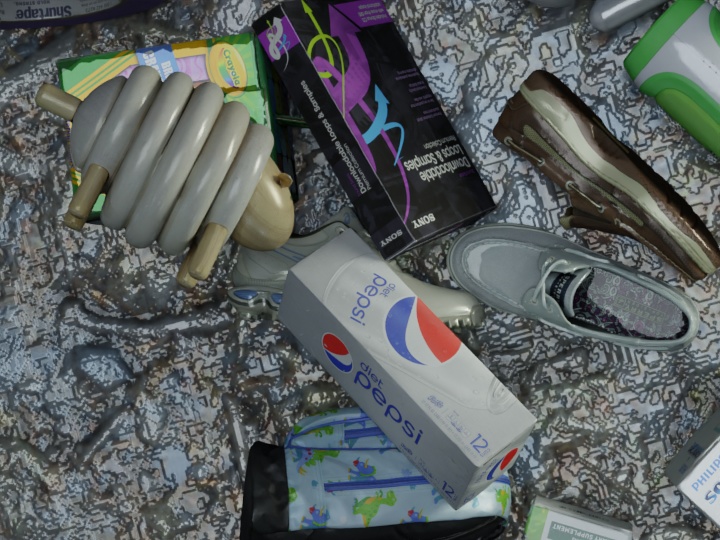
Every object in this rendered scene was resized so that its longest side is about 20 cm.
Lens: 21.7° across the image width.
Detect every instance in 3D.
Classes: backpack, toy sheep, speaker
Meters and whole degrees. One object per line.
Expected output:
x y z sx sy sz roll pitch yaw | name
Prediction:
0.014 0.164 1.390 0.198 0.163 0.155 6 65 -1 | backpack
-0.135 -0.073 1.298 0.199 0.138 0.138 28 92 -11 | toy sheep
0.291 -0.113 1.397 0.200 0.088 0.088 44 94 5 | speaker

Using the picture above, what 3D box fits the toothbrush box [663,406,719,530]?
0.321 0.189 1.360 0.200 0.146 0.085 42 93 6 | toothbrush box

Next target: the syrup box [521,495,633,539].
0.140 0.277 1.410 0.078 0.081 0.201 16 89 7 | syrup box

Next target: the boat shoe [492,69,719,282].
0.183 -0.058 1.423 0.202 0.075 0.075 47 108 11 | boat shoe

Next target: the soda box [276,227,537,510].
0.030 0.068 1.333 0.063 0.068 0.200 -33 69 -29 | soda box

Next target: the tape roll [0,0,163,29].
-0.245 -0.238 1.400 0.198 0.200 0.086 -5 89 6 | tape roll

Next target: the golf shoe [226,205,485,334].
0.000 0.000 1.433 0.199 0.078 0.098 8 87 5 | golf shoe

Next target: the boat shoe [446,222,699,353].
0.161 0.011 1.416 0.200 0.072 0.071 18 91 6 | boat shoe

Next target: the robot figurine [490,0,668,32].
0.177 -0.267 1.398 0.199 0.113 0.171 -21 91 5 | robot figurine

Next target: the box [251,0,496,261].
0.014 -0.113 1.401 0.036 0.143 0.201 -30 87 32 | box

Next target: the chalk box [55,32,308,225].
-0.114 -0.108 1.423 0.198 0.125 0.125 -8 89 5 | chalk box
